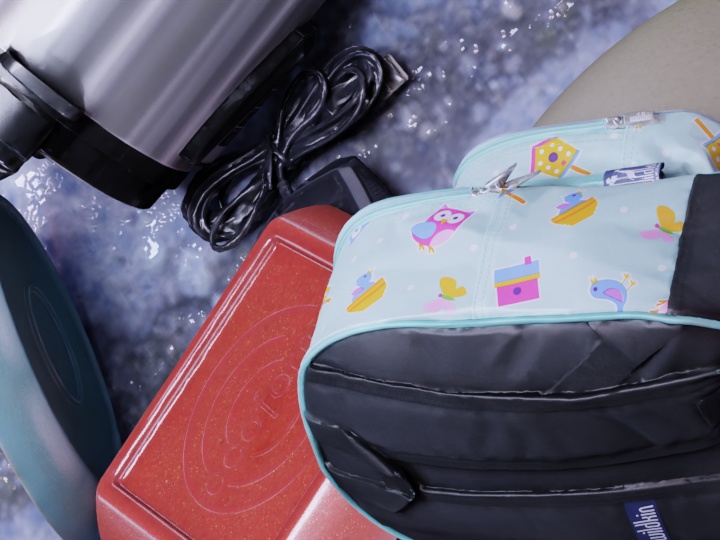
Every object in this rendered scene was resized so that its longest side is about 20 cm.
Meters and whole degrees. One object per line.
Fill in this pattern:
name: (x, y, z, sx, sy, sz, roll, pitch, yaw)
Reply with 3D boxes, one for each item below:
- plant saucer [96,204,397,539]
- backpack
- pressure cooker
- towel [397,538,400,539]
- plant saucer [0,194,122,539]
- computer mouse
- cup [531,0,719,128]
plant saucer: (-0.035, 0.067, 1.349, 0.200, 0.037, 0.200, -57, 33, -4)
backpack: (0.080, 0.033, 1.185, 0.199, 0.176, 0.154, -9, 49, 17)
pressure cooker: (-0.131, -0.128, 1.466, 0.200, 0.176, 0.179, -51, 54, 6)
towel: (-0.001, 0.104, 1.332, 0.144, 0.022, 0.201, 0, 60, 44)
plant saucer: (-0.160, 0.041, 1.455, 0.027, 0.200, 0.201, -23, 72, 6)
computer mouse: (0.000, 0.000, 1.456, 0.138, 0.053, 0.200, -39, 55, 21)
cup: (0.168, -0.044, 1.304, 0.200, 0.201, 0.144, 7, 57, 29)
